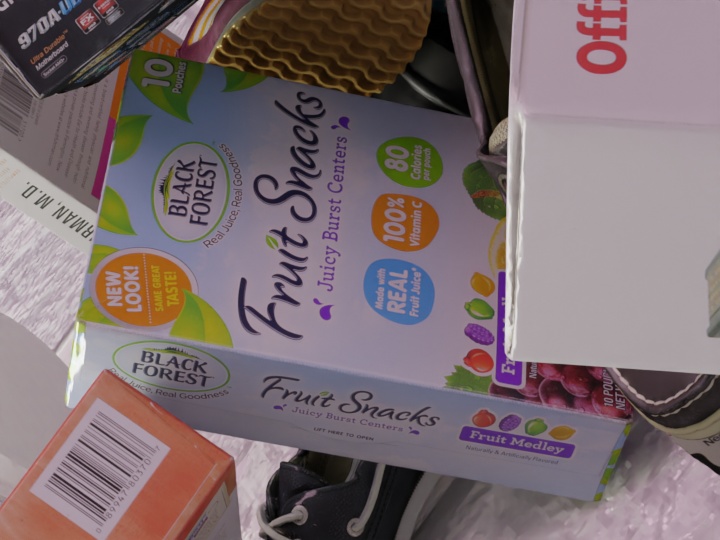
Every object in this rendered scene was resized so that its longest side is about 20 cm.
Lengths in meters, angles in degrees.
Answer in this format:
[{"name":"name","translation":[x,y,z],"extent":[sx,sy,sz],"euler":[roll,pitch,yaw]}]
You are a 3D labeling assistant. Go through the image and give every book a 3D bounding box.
[{"name":"book","translation":[-0.099,-0.053,0.957],"extent":[0.048,0.199,0.134],"euler":[-33,35,32]}]

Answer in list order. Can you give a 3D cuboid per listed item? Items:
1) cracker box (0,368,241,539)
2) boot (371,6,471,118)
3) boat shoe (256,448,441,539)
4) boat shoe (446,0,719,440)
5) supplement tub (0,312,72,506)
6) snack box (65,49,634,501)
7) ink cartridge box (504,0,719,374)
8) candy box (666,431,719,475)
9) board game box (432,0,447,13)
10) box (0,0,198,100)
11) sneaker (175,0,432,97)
[{"name":"cracker box","translation":[-0.102,0.128,0.727],"extent":[0.134,0.057,0.200],"euler":[-54,-10,-17]},{"name":"boot","translation":[0.008,-0.054,0.926],"extent":[0.211,0.079,0.159],"euler":[-86,21,-69]},{"name":"boat shoe","translation":[-0.009,0.090,0.818],"extent":[0.075,0.060,0.201],"euler":[5,64,58]},{"name":"boat shoe","translation":[0.068,-0.041,0.649],"extent":[0.072,0.066,0.202],"euler":[-35,58,34]},{"name":"supplement tub","translation":[-0.237,0.124,1.040],"extent":[0.200,0.144,0.145],"euler":[-45,30,18]},{"name":"snack box","translation":[0.000,0.000,0.760],"extent":[0.053,0.198,0.143],"euler":[107,171,-46]},{"name":"ink cartridge box","translation":[0.139,-0.046,0.539],"extent":[0.198,0.085,0.147],"euler":[4,40,6]},{"name":"candy box","translation":[0.164,-0.037,0.688],"extent":[0.136,0.061,0.201],"euler":[-35,34,31]},{"name":"board game box","translation":[0.083,-0.211,0.800],"extent":[0.151,0.047,0.202],"euler":[85,-154,-77]},{"name":"box","translation":[-0.048,-0.144,0.762],"extent":[0.199,0.046,0.159],"euler":[-39,6,5]},{"name":"sneaker","translation":[-0.031,-0.109,0.859],"extent":[0.200,0.074,0.091],"euler":[-33,40,53]}]
